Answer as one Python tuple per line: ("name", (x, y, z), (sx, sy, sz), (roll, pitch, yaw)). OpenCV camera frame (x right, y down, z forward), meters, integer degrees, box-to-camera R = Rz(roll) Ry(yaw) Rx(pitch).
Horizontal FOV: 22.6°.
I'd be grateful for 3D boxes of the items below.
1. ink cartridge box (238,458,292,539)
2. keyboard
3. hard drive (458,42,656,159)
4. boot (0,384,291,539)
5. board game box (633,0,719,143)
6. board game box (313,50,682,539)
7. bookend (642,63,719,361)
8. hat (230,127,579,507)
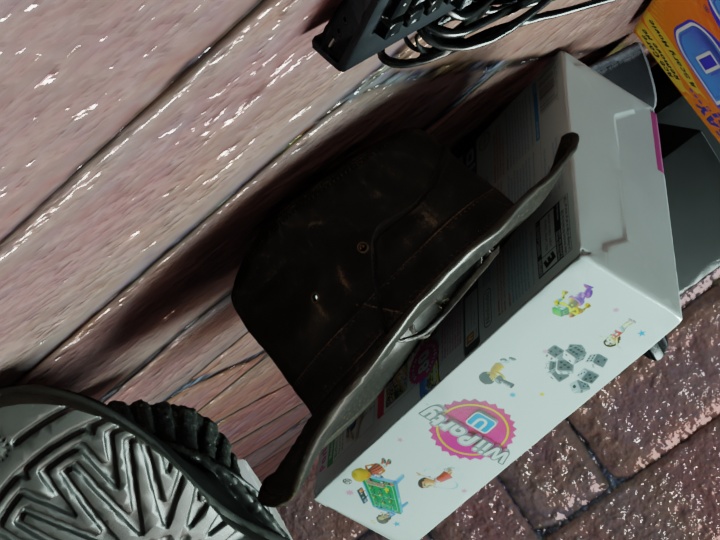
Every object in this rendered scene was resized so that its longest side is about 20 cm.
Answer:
("ink cartridge box", (-0.145, 0.210, 1.044), (0.146, 0.086, 0.200), (-1, 135, -36))
("keyboard", (0.076, -0.106, 0.538), (0.200, 0.040, 0.104), (-32, 172, -29))
("hard drive", (0.070, -0.042, 0.991), (0.200, 0.042, 0.135), (-41, 173, 39))
("boot", (-0.108, 0.089, 0.757), (0.079, 0.211, 0.158), (-48, -143, 0))
("board game box", (0.282, -0.119, 0.844), (0.200, 0.200, 0.200), (-35, 174, -8))
("board game box", (0.060, 0.016, 0.865), (0.200, 0.064, 0.148), (-45, -154, 35))
("bookend", (0.197, -0.055, 1.099), (0.200, 0.092, 0.199), (-36, -166, -7))
("hat", (0.000, 0.000, 0.740), (0.201, 0.081, 0.201), (-50, 178, -2))
